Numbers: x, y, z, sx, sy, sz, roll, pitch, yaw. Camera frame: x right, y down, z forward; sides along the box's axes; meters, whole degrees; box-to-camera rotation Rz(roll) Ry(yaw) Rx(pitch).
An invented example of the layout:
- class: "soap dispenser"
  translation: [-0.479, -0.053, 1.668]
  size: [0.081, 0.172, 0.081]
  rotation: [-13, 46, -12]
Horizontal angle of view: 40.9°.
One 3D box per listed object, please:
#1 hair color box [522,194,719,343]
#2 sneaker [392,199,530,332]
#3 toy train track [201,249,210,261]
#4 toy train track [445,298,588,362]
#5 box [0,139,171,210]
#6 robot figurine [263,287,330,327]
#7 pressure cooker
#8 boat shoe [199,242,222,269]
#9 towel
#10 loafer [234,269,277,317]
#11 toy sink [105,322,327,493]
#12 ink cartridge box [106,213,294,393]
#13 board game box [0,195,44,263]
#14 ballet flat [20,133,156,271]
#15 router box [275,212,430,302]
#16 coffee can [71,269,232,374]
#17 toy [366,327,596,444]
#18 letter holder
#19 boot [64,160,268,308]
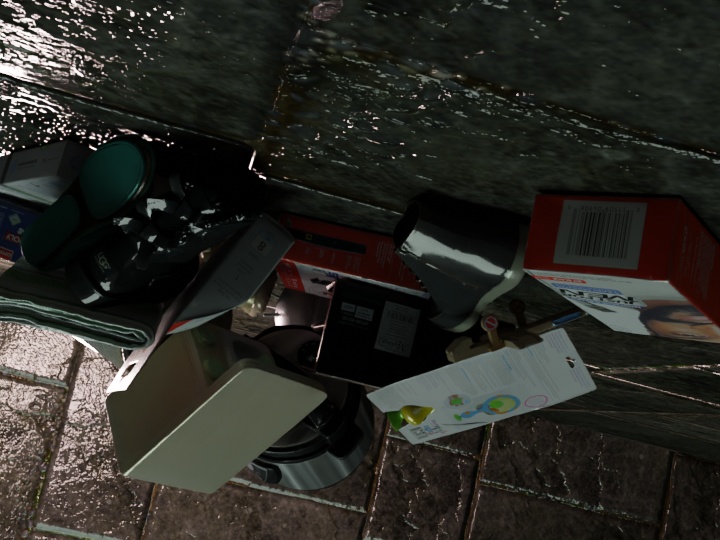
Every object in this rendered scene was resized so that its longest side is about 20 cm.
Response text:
- class: "hair color box"
  translation: [0.219, 0.003, 0.749]
  size: [0.110, 0.064, 0.200]
  rotation: [5, 168, 36]
- class: "sneaker"
  translation: [0.071, -0.008, 0.866]
  size: [0.106, 0.075, 0.200]
  rotation: [19, 156, -7]
- class: "toy train track"
  translation: [-0.194, -0.027, 1.091]
  size: [0.114, 0.033, 0.200]
  rotation: [-7, -173, -16]
- class: "toy train track"
  translation: [0.170, 0.036, 0.881]
  size: [0.199, 0.033, 0.115]
  rotation: [-18, -177, -10]
- class: "box"
  translation: [-0.278, -0.082, 1.000]
  size: [0.155, 0.041, 0.200]
  rotation: [21, 169, -37]
- class: "robot figurine"
  translation: [-0.028, 0.068, 1.297]
  size: [0.199, 0.114, 0.170]
  rotation: [13, -170, -2]
- class: "pressure cooker"
  translation: [-0.079, 0.162, 1.184]
  size: [0.175, 0.179, 0.200]
  rotation: [-5, 152, 6]
- class: "boat shoe"
  translation: [-0.212, 0.001, 1.224]
  size: [0.076, 0.072, 0.200]
  rotation: [29, 147, -9]
- class: "towel"
  translation: [-0.259, 0.028, 0.900]
  size: [0.148, 0.031, 0.200]
  rotation: [16, -173, -11]
- class: "loafer"
  translation: [-0.155, 0.018, 1.314]
  size: [0.068, 0.076, 0.200]
  rotation: [25, 171, -8]
- class: "toy sink"
  translation: [-0.157, 0.133, 1.043]
  size: [0.200, 0.112, 0.130]
  rotation: [-42, 140, 21]
- class: "ink cartridge box"
  translation: [-0.155, 0.045, 0.916]
  size: [0.047, 0.200, 0.160]
  rotation: [39, 161, -12]
- class: "board game box"
  translation: [-0.425, -0.065, 1.114]
  size: [0.199, 0.062, 0.200]
  rotation: [21, -179, -7]
- class: "ballet flat"
  translation: [-0.230, -0.062, 0.874]
  size: [0.200, 0.068, 0.070]
  rotation: [-33, 165, 34]
- class: "router box"
  translation: [0.000, 0.000, 1.064]
  size: [0.179, 0.049, 0.200]
  rotation: [13, 170, 3]
- class: "coffee can"
  translation: [-0.271, 0.040, 1.153]
  size: [0.199, 0.147, 0.146]
  rotation: [23, 178, 39]
- class: "toy"
  translation: [0.117, 0.104, 0.948]
  size: [0.199, 0.047, 0.115]
  rotation: [-23, 137, 15]
- class: "letter holder"
  translation: [0.046, 0.087, 1.061]
  size: [0.199, 0.101, 0.142]
  rotation: [15, 172, -10]
- class: "boot"
  translation: [-0.152, -0.036, 0.858]
  size: [0.162, 0.074, 0.198]
  rotation: [-32, 177, 18]
